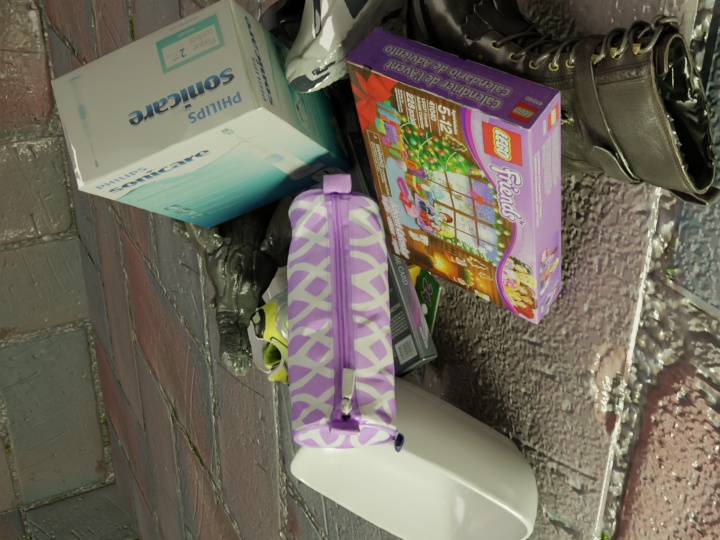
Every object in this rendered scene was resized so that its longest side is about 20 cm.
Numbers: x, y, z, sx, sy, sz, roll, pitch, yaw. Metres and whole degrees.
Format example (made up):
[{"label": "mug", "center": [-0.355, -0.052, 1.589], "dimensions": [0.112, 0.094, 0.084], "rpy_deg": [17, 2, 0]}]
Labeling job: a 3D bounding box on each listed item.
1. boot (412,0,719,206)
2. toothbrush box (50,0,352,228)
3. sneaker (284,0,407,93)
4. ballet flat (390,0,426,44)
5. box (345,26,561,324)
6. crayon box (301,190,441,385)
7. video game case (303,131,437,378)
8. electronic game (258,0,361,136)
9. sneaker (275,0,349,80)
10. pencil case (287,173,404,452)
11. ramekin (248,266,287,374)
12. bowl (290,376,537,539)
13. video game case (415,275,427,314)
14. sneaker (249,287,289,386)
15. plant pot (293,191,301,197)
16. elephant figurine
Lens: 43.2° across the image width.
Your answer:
[{"label": "boot", "center": [0.127, -0.131, 0.553], "dimensions": [0.201, 0.069, 0.174], "rpy_deg": [59, 160, -18]}, {"label": "toothbrush box", "center": [-0.110, -0.107, 0.690], "dimensions": [0.200, 0.145, 0.086], "rpy_deg": [13, -122, -72]}, {"label": "sneaker", "center": [-0.021, -0.232, 0.618], "dimensions": [0.129, 0.079, 0.200], "rpy_deg": [42, 122, 9]}, {"label": "ballet flat", "center": [0.059, -0.140, 0.708], "dimensions": [0.064, 0.075, 0.202], "rpy_deg": [-30, 77, 57]}, {"label": "box", "center": [0.069, -0.059, 0.622], "dimensions": [0.136, 0.039, 0.201], "rpy_deg": [26, 153, 29]}, {"label": "crayon box", "center": [-0.001, 0.008, 0.891], "dimensions": [0.200, 0.051, 0.127], "rpy_deg": [52, 146, 42]}, {"label": "video game case", "center": [0.000, 0.000, 0.804], "dimensions": [0.143, 0.019, 0.202], "rpy_deg": [-43, 62, 61]}, {"label": "electronic game", "center": [-0.026, -0.150, 0.820], "dimensions": [0.199, 0.042, 0.201], "rpy_deg": [32, 143, 29]}, {"label": "sneaker", "center": [0.002, -0.247, 0.683], "dimensions": [0.075, 0.079, 0.202], "rpy_deg": [25, 92, 47]}, {"label": "pencil case", "center": [-0.017, 0.037, 0.687], "dimensions": [0.086, 0.083, 0.202], "rpy_deg": [73, -169, -68]}, {"label": "ramekin", "center": [-0.088, 0.034, 1.085], "dimensions": [0.202, 0.093, 0.204], "rpy_deg": [43, 140, 52]}, {"label": "bowl", "center": [0.050, 0.170, 0.799], "dimensions": [0.199, 0.075, 0.200], "rpy_deg": [30, 150, -2]}, {"label": "video game case", "center": [0.020, -0.068, 0.890], "dimensions": [0.143, 0.018, 0.202], "rpy_deg": [22, 122, 62]}, {"label": "sneaker", "center": [-0.055, 0.083, 0.871], "dimensions": [0.201, 0.076, 0.076], "rpy_deg": [78, 171, -47]}, {"label": "plant pot", "center": [-0.152, -0.171, 1.037], "dimensions": [0.184, 0.198, 0.202], "rpy_deg": [-124, 29, -61]}, {"label": "elephant figurine", "center": [-0.114, -0.030, 0.888], "dimensions": [0.156, 0.141, 0.200], "rpy_deg": [54, -172, -27]}]
